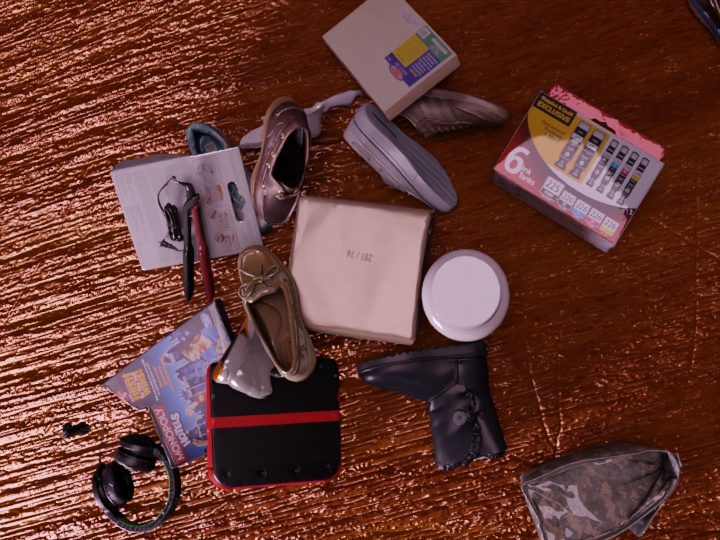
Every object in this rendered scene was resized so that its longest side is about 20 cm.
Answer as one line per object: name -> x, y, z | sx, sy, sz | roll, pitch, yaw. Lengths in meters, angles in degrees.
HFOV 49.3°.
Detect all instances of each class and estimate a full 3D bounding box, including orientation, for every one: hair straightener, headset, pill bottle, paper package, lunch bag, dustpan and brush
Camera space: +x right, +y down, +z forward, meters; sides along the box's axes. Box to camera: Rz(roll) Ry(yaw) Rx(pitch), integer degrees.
hair straightener -> -0.264, -0.044, 1.147 | 0.075, 0.041, 0.204 | -2, 120, 4
headset -> -0.356, 0.295, 1.160 | 0.199, 0.094, 0.124 | 39, 90, 17
pill bottle -> 0.142, 0.035, 1.061 | 0.117, 0.200, 0.123 | -1, 84, 8
paper package -> 0.000, 0.000, 1.135 | 0.195, 0.103, 0.195 | 8, 85, 8
lunch bag -> 0.317, 0.289, 1.028 | 0.197, 0.164, 0.120 | -23, 76, 6
dustpan and brush -> -0.082, -0.230, 1.178 | 0.196, 0.139, 0.059 | -14, 104, -22

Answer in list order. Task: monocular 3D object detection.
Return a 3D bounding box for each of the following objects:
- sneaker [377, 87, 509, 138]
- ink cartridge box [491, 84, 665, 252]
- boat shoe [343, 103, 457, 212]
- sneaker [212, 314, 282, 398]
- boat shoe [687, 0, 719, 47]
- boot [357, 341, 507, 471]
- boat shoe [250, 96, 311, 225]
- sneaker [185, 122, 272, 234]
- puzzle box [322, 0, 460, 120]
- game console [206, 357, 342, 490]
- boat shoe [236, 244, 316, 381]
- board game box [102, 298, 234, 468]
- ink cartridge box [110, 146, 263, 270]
sneaker -> 0.120, -0.229, 1.166 | 0.196, 0.070, 0.077 | 18, 100, 16
ink cartridge box -> 0.314, -0.157, 1.114 | 0.198, 0.084, 0.178 | 32, 89, 11
boat shoe -> 0.058, -0.157, 1.165 | 0.200, 0.074, 0.067 | 48, 130, -1
sneaker -> -0.135, 0.105, 1.124 | 0.091, 0.201, 0.076 | 34, 131, -9
boat shoe -> 0.542, -0.343, 1.105 | 0.072, 0.072, 0.200 | -43, 80, 2
boot -> 0.101, 0.198, 1.112 | 0.195, 0.076, 0.172 | -8, 79, 1
boat shoe -> -0.109, -0.136, 1.089 | 0.069, 0.202, 0.071 | -15, 49, -25
sneaker -> -0.204, -0.138, 1.185 | 0.077, 0.086, 0.201 | -39, 81, 2
puzzle box -> 0.041, -0.326, 1.162 | 0.132, 0.025, 0.201 | -36, 57, 3
game console -> -0.123, 0.220, 1.136 | 0.195, 0.031, 0.181 | 0, 79, -16
boat shoe -> -0.117, 0.051, 1.060 | 0.072, 0.063, 0.203 | -30, 73, 7
board game box -> -0.266, 0.174, 1.164 | 0.196, 0.062, 0.204 | -21, 91, -2
ink cartridge box -> -0.254, -0.096, 1.174 | 0.195, 0.047, 0.163 | -10, 113, 5
